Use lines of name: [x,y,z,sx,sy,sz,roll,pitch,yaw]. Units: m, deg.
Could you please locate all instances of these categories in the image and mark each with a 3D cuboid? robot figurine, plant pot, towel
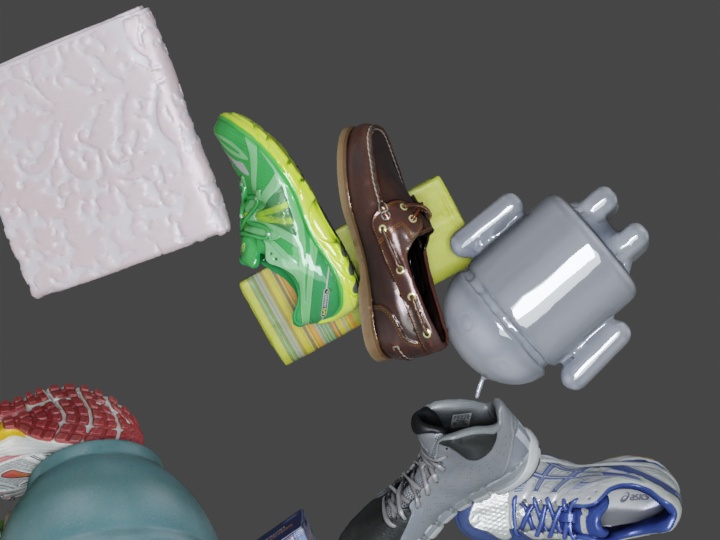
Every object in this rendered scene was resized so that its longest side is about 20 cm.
robot figurine: [0.151,0.017,1.377,0.200,0.113,0.170,-40,76,5]
plant pot: [-0.213,0.228,1.366,0.199,0.135,0.201,-10,141,-8]
towel: [-0.227,-0.096,1.382,0.190,0.032,0.201,-20,98,10]
towel: [0.000,0.000,1.422,0.199,0.018,0.086,-28,102,3]

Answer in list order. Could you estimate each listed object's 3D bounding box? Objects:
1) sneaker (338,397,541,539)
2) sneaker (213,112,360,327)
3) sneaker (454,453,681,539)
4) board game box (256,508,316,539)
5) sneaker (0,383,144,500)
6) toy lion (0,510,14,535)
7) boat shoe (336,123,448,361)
sneaker: [0.049,0.169,1.395,0.199,0.075,0.116,-34,133,1]
sneaker: [-0.074,-0.043,1.372,0.083,0.074,0.201,-30,87,-1]
sneaker: [0.180,0.202,1.419,0.199,0.088,0.076,-9,101,1]
board game box: [-0.075,0.352,1.449,0.199,0.062,0.200,-35,97,4]
sneaker: [-0.287,0.152,1.417,0.198,0.078,0.083,-2,125,-5]
toy lion: [-0.328,0.292,1.368,0.068,0.192,0.202,3,99,-2]
boat shoe: [0.031,-0.026,1.359,0.070,0.070,0.201,-11,90,31]
